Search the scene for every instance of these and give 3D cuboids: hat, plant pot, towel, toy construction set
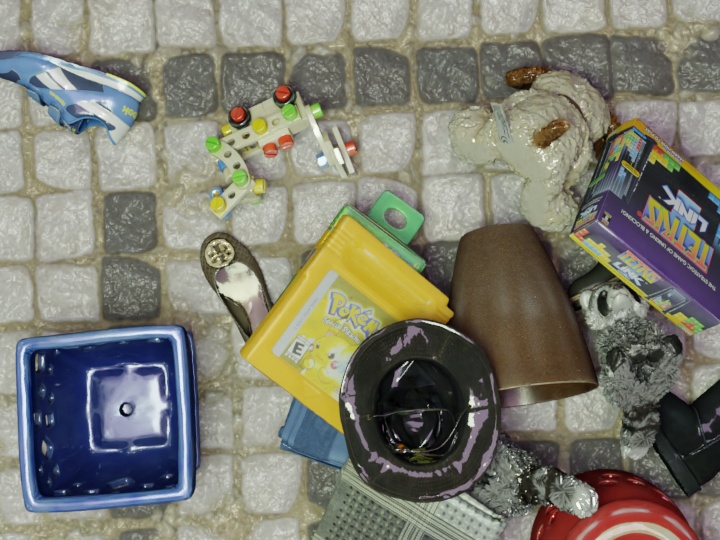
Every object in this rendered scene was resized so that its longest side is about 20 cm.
[{"bbox_3d":[0.064,0.153,1.372,0.198,0.081,0.204,0,91,-4],"label":"hat"},{"bbox_3d":[0.179,0.052,1.469,0.184,0.187,0.203,-6,76,0],"label":"plant pot"},{"bbox_3d":[0.045,0.313,1.417,0.199,0.034,0.194,30,109,13],"label":"towel"},{"bbox_3d":[-0.287,0.167,1.455,0.197,0.180,0.203,-4,90,0],"label":"plant pot"},{"bbox_3d":[0.309,0.346,1.452,0.197,0.183,0.203,0,87,0],"label":"plant pot"},{"bbox_3d":[-0.104,-0.146,1.502,0.198,0.092,0.132,-17,65,-8],"label":"toy construction set"},{"bbox_3d":[0.004,0.193,1.485,0.198,0.049,0.113,15,70,24],"label":"towel"}]

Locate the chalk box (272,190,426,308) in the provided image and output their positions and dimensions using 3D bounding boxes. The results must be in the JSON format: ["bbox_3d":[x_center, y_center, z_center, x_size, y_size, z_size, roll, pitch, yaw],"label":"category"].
[{"bbox_3d":[0.000,0.000,1.483,0.124,0.124,0.201,34,90,0],"label":"chalk box"}]

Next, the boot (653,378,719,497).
[{"bbox_3d":[0.422,0.164,1.506,0.162,0.073,0.199,-35,96,2],"label":"boot"}]

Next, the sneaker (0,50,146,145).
[{"bbox_3d":[-0.369,-0.217,1.514,0.198,0.074,0.083,18,91,1],"label":"sneaker"}]

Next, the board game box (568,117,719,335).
[{"bbox_3d":[0.351,-0.051,1.419,0.199,0.057,0.166,36,56,-15],"label":"board game box"}]

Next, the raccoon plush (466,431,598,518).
[{"bbox_3d":[0.198,0.255,1.445,0.199,0.134,0.098,25,98,29],"label":"raccoon plush"}]

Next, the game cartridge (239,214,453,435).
[{"bbox_3d":[-0.011,0.068,1.400,0.176,0.032,0.201,38,90,-16],"label":"game cartridge"}]

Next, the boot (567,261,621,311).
[{"bbox_3d":[0.311,-0.053,1.515,0.199,0.077,0.139,-32,85,-13],"label":"boot"}]

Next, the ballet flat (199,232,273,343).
[{"bbox_3d":[-0.141,0.044,1.522,0.067,0.046,0.202,-25,89,-1],"label":"ballet flat"}]

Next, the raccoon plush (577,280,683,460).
[{"bbox_3d":[0.298,0.108,1.442,0.095,0.135,0.202,0,124,-17],"label":"raccoon plush"}]

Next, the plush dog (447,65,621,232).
[{"bbox_3d":[0.231,-0.177,1.480,0.200,0.161,0.172,41,53,2],"label":"plush dog"}]
